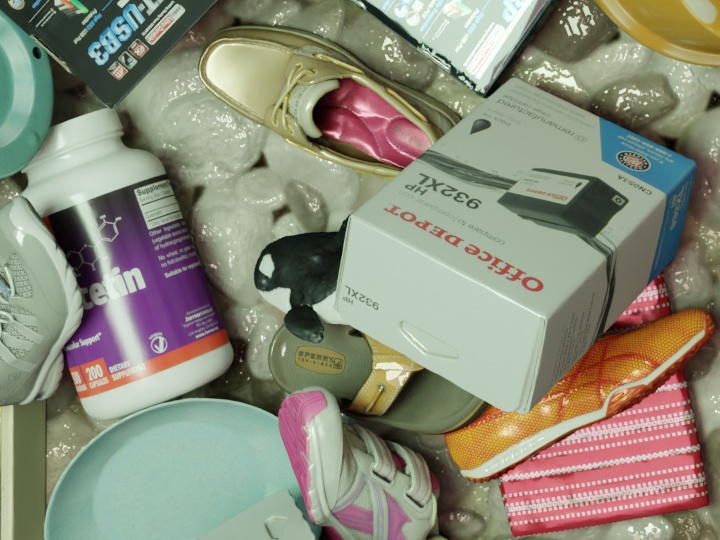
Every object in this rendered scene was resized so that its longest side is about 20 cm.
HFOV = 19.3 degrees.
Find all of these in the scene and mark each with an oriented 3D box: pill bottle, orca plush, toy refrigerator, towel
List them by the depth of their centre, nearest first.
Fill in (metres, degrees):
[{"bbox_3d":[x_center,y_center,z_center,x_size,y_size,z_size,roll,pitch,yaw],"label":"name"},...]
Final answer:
[{"bbox_3d":[0.000,0.000,1.405,0.200,0.105,0.072,28,137,51],"label":"orca plush"},{"bbox_3d":[0.149,0.074,1.443,0.144,0.022,0.201,-11,95,16],"label":"towel"},{"bbox_3d":[-0.170,-0.005,1.466,0.112,0.112,0.201,-21,92,16],"label":"pill bottle"},{"bbox_3d":[-0.276,0.174,1.540,0.075,0.070,0.202,4,99,13],"label":"toy refrigerator"}]

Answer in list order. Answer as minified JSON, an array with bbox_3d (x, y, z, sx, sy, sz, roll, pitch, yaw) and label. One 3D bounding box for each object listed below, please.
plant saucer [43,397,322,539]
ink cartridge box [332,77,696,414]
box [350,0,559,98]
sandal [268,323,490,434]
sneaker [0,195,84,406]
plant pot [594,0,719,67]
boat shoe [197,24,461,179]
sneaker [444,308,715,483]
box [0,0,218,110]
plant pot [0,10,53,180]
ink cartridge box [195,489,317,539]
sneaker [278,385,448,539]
[{"bbox_3d":[-0.124,0.165,1.484,0.199,0.039,0.202,-7,121,-12],"label":"plant saucer"},{"bbox_3d":[0.099,-0.021,1.332,0.145,0.200,0.084,28,134,21],"label":"ink cartridge box"},{"bbox_3d":[0.078,-0.240,1.404,0.159,0.046,0.201,36,105,7],"label":"box"},{"bbox_3d":[0.009,0.061,1.426,0.199,0.054,0.082,9,86,37],"label":"sandal"},{"bbox_3d":[-0.236,0.034,1.402,0.075,0.082,0.201,51,148,28],"label":"sneaker"},{"bbox_3d":[0.230,-0.211,1.273,0.199,0.183,0.202,0,107,-1],"label":"plant pot"},{"bbox_3d":[-0.024,-0.114,1.436,0.199,0.069,0.074,21,102,11],"label":"boat shoe"},{"bbox_3d":[0.139,0.070,1.399,0.199,0.073,0.078,-28,81,13],"label":"sneaker"},{"bbox_3d":[-0.165,-0.229,1.301,0.198,0.050,0.200,41,128,-12],"label":"box"},{"bbox_3d":[-0.312,-0.115,1.412,0.187,0.200,0.202,-9,96,38],"label":"plant pot"},{"bbox_3d":[-0.031,0.266,1.425,0.083,0.144,0.201,-27,103,-5],"label":"ink cartridge box"},{"bbox_3d":[0.005,0.141,1.434,0.088,0.201,0.082,-23,48,-1],"label":"sneaker"}]
